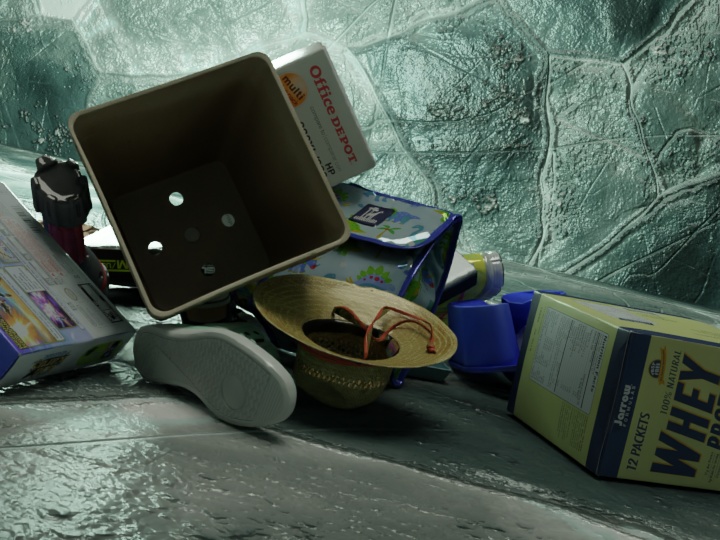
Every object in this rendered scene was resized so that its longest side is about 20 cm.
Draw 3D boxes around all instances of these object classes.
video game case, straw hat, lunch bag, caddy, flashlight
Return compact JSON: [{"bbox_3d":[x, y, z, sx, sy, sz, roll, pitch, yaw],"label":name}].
[{"bbox_3d":[-0.313,0.005,0.929,0.200,0.045,0.181,46,14,11],"label":"video game case"},{"bbox_3d":[-0.013,0.082,1.011,0.200,0.086,0.201,15,20,-5],"label":"straw hat"},{"bbox_3d":[0.000,0.000,1.177,0.169,0.201,0.128,17,-26,25],"label":"lunch bag"},{"bbox_3d":[0.178,0.084,1.289,0.141,0.106,0.200,-9,1,-7],"label":"caddy"},{"bbox_3d":[-0.287,-0.026,1.072,0.067,0.068,0.200,7,-32,-7],"label":"flashlight"}]

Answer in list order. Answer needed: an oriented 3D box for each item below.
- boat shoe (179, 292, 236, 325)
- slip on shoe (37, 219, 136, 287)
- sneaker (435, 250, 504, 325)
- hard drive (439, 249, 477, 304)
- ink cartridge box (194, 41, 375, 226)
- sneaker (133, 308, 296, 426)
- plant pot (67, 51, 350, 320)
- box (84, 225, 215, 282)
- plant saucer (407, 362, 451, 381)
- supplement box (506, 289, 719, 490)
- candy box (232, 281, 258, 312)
[{"bbox_3d":[-0.176,0.035,1.231,0.074,0.063,0.200,-4,13,-7],"label":"boat shoe"},{"bbox_3d":[-0.336,-0.016,1.358,0.199,0.076,0.060,17,0,-34],"label":"slip on shoe"},{"bbox_3d":[0.102,0.029,1.418,0.090,0.079,0.200,1,-30,-28],"label":"sneaker"},{"bbox_3d":[0.021,0.011,1.300,0.199,0.033,0.140,-27,50,-22],"label":"hard drive"},{"bbox_3d":[-0.103,-0.153,1.229,0.199,0.148,0.145,-24,15,2],"label":"ink cartridge box"},{"bbox_3d":[-0.097,0.079,0.943,0.118,0.074,0.200,-4,13,-44],"label":"sneaker"},{"bbox_3d":[-0.154,-0.061,1.051,0.199,0.201,0.177,-23,-8,-19],"label":"plant pot"},{"bbox_3d":[-0.214,-0.029,1.266,0.192,0.048,0.200,-1,14,12],"label":"box"},{"bbox_3d":[0.052,0.099,1.304,0.070,0.019,0.200,11,8,-12],"label":"plant saucer"},{"bbox_3d":[0.284,0.116,1.064,0.199,0.135,0.200,10,7,-17],"label":"supplement box"},{"bbox_3d":[-0.167,0.009,1.385,0.200,0.026,0.102,20,-33,53],"label":"candy box"}]
